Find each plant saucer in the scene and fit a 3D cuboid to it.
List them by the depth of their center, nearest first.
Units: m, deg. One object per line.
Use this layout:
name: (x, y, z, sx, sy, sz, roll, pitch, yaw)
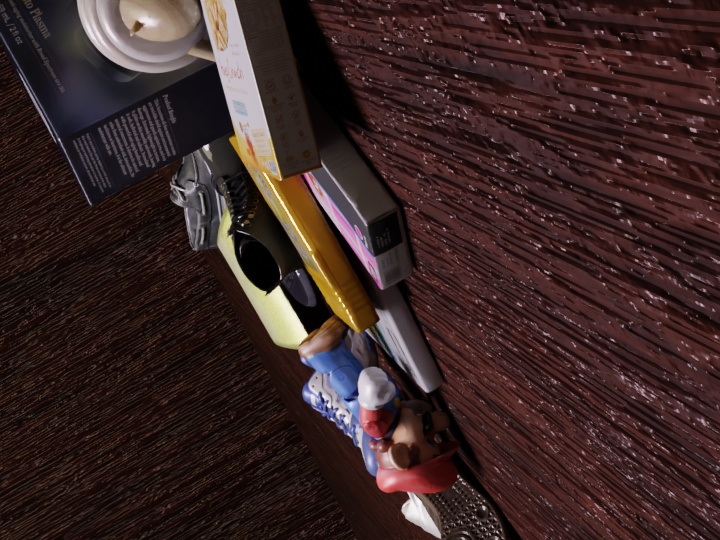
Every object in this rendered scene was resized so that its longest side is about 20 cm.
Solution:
plant saucer: (-0.103, 0.015, 1.637, 0.200, 0.048, 0.200, 60, -172, 5)

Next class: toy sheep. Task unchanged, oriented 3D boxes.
toy sheep: (-0.176, -0.231, 1.156, 0.138, 0.138, 0.200, 64, 168, -21)

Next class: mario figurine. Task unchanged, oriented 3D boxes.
mario figurine: (0.034, 0.124, 1.311, 0.106, 0.123, 0.200, -34, 95, 42)

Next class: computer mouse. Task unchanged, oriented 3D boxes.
computer mouse: (-0.089, -0.054, 1.481, 0.200, 0.053, 0.139, 56, 162, 6)

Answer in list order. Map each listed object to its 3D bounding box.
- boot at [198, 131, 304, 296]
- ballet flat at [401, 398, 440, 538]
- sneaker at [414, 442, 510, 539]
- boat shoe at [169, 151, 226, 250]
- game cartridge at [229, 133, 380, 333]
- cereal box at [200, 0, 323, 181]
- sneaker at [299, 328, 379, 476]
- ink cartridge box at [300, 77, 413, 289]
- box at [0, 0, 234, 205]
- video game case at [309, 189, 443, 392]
boot: (-0.116, -0.078, 1.338, 0.200, 0.077, 0.138, 50, -157, -5)
ballet flat: (0.062, 0.232, 1.495, 0.200, 0.069, 0.069, 60, 171, 14)
sneaker: (0.111, 0.253, 1.372, 0.076, 0.070, 0.200, 46, -170, -45)
boat shoe: (-0.194, -0.096, 1.635, 0.072, 0.071, 0.200, -125, 19, -46)
game cartridge: (-0.054, -0.042, 1.232, 0.200, 0.032, 0.176, 62, 175, -8)
cereal box: (-0.085, -0.174, 1.023, 0.144, 0.039, 0.200, -149, 42, -72)
sneaker: (-0.014, 0.144, 1.433, 0.200, 0.088, 0.075, -107, 9, -47)
ink cartridge box: (-0.024, -0.084, 1.105, 0.200, 0.037, 0.095, 57, 171, 33)
box: (-0.227, -0.207, 1.316, 0.200, 0.198, 0.123, 56, 168, 27)
video game case: (0.000, 0.000, 1.271, 0.200, 0.024, 0.182, 64, 171, -25)
